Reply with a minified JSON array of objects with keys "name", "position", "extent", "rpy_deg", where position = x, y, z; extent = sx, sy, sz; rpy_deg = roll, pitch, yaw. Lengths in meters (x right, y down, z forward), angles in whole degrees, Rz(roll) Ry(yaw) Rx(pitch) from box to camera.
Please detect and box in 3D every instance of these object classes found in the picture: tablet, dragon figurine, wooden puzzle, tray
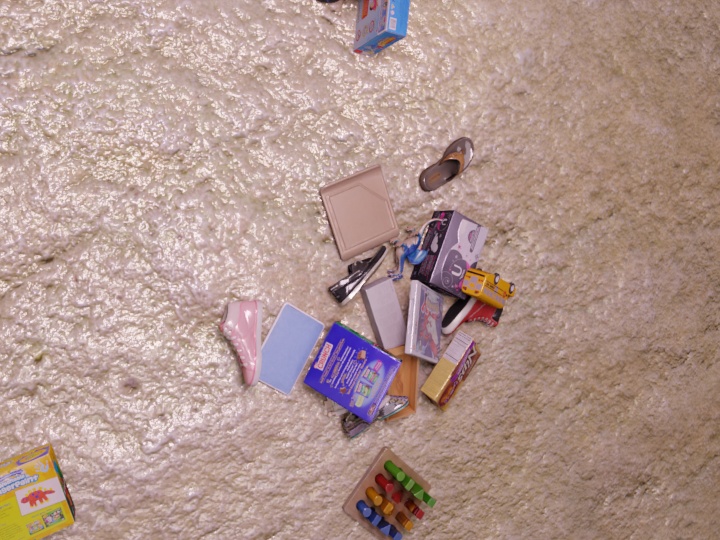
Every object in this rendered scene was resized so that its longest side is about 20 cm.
[{"name":"tablet","position":[-0.185,0.197,1.525],"extent":[0.129,0.014,0.204],"rpy_deg":[31,83,-23]},{"name":"dragon figurine","position":[0.139,-0.058,1.616],"extent":[0.198,0.059,0.101],"rpy_deg":[-38,126,-15]},{"name":"wooden puzzle","position":[-0.001,-0.150,1.569],"extent":[0.182,0.037,0.205],"rpy_deg":[-24,108,-21]},{"name":"tray","position":[0.105,0.299,1.621],"extent":[0.096,0.037,0.206],"rpy_deg":[-11,116,-27]}]

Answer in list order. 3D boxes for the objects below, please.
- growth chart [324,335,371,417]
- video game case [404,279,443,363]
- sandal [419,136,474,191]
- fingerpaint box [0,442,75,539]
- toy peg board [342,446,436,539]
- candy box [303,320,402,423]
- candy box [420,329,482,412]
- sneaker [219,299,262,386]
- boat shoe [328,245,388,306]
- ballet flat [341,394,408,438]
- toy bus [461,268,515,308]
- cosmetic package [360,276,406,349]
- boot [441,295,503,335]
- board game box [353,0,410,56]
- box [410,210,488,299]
[{"name":"growth chart","position":[-0.033,0.278,1.597],"extent":[0.141,0.018,0.206],"rpy_deg":[-3,96,-23]},{"name":"video game case","position":[0.171,0.139,1.595],"extent":[0.199,0.022,0.188],"rpy_deg":[28,65,-59]},{"name":"sandal","position":[0.243,-0.287,1.652],"extent":[0.198,0.054,0.083],"rpy_deg":[-37,108,-17]},{"name":"fingerpaint box","position":[-0.727,0.488,1.274],"extent":[0.196,0.073,0.171],"rpy_deg":[-20,103,-22]},{"name":"toy peg board","position":[0.091,0.627,1.639],"extent":[0.200,0.097,0.201],"rpy_deg":[44,77,-20]},{"name":"candy box","position":[-0.018,0.251,1.519],"extent":[0.197,0.077,0.172],"rpy_deg":[30,89,6]},{"name":"candy box","position":[0.254,0.278,1.679],"extent":[0.202,0.056,0.117],"rpy_deg":[-54,145,-10]},{"name":"sneaker","position":[-0.288,0.171,1.440],"extent":[0.102,0.075,0.207],"rpy_deg":[4,83,-27]},{"name":"boat shoe","position":[0.000,0.000,1.563],"extent":[0.067,0.072,0.200],"rpy_deg":[42,70,5]},{"name":"ballet flat","position":[0.030,0.364,1.573],"extent":[0.198,0.072,0.073],"rpy_deg":[-34,109,14]},{"name":"toy bus","position":[0.348,0.048,1.632],"extent":[0.198,0.064,0.080],"rpy_deg":[24,84,-52]},{"name":"cosmetic package","position":[0.068,0.127,1.611],"extent":[0.081,0.050,0.205],"rpy_deg":[-22,104,-18]},{"name":"boot","position":[0.323,0.138,1.718],"extent":[0.200,0.072,0.145],"rpy_deg":[-45,112,-18]},{"name":"board game box","position":[0.054,-0.645,1.461],"extent":[0.054,0.195,0.206],"rpy_deg":[5,93,-24]},{"name":"box","position":[0.242,-0.043,1.640],"extent":[0.130,0.114,0.205],"rpy_deg":[23,86,-23]}]
